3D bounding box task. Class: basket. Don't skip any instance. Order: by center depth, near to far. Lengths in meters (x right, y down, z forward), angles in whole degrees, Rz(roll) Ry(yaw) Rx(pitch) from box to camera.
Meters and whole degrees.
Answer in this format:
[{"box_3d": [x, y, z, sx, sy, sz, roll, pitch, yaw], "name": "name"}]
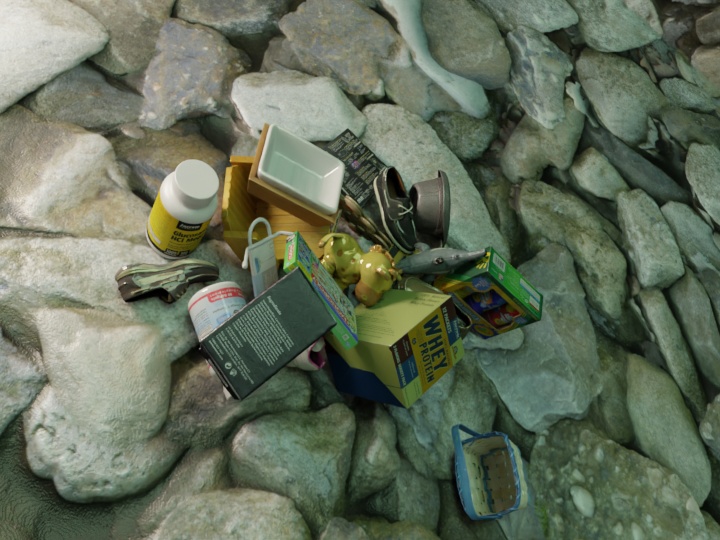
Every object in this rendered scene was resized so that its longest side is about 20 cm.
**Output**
[{"box_3d": [0.249, 0.410, 1.500, 0.199, 0.137, 0.181, 34, 42, -49], "name": "basket"}]

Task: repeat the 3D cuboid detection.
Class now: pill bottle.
[{"box_3d": [-0.243, 0.134, 1.408, 0.107, 0.109, 0.204, -12, 69, -35], "name": "pill bottle"}, {"box_3d": [-0.337, -0.117, 1.443, 0.110, 0.200, 0.115, 14, 55, -21], "name": "pill bottle"}]

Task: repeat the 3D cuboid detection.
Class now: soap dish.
[{"box_3d": [-0.132, -0.190, 1.543, 0.196, 0.081, 0.161, 26, 51, -21], "name": "soap dish"}]

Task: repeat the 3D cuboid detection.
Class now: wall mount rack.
[{"box_3d": [-0.180, 0.011, 1.436, 0.173, 0.073, 0.206, -33, 124, -48], "name": "wall mount rack"}]

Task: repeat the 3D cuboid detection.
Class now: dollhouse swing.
[{"box_3d": [-0.167, -0.124, 1.556, 0.171, 0.183, 0.205, -9, 57, 15], "name": "dollhouse swing"}]

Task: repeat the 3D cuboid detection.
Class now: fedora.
[{"box_3d": [0.159, -0.145, 1.792, 0.087, 0.200, 0.182, -1, 77, -1], "name": "fedora"}]

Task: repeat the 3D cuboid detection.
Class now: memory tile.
[{"box_3d": [-0.014, -0.113, 1.639, 0.017, 0.199, 0.154, -46, 115, -7], "name": "memory tile"}]

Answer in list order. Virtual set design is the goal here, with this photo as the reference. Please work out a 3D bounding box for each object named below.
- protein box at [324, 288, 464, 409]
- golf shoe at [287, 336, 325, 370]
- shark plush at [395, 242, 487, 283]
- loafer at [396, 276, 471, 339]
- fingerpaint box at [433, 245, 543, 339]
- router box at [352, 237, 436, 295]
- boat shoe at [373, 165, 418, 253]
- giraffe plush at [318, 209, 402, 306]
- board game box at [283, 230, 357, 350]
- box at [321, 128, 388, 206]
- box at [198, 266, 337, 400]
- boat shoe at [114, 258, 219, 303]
[{"box_3d": [0.066, 0.147, 1.502, 0.199, 0.195, 0.138, -33, 117, -39], "name": "protein box"}, {"box_3d": [-0.101, 0.102, 1.456, 0.090, 0.205, 0.075, 17, 30, 28], "name": "golf shoe"}, {"box_3d": [0.177, -0.011, 1.632, 0.083, 0.195, 0.094, 1, 93, -64], "name": "shark plush"}, {"box_3d": [0.166, 0.075, 1.648, 0.198, 0.067, 0.077, 35, 51, -13], "name": "loafer"}, {"box_3d": [0.286, 0.056, 1.699, 0.199, 0.165, 0.075, 39, 48, -27], "name": "fingerpaint box"}, {"box_3d": [0.092, 0.026, 1.709, 0.156, 0.052, 0.201, 39, 50, -5], "name": "router box"}, {"box_3d": [0.088, -0.138, 1.725, 0.070, 0.067, 0.205, -10, 74, -35], "name": "boat shoe"}, {"box_3d": [0.000, 0.000, 1.534, 0.159, 0.204, 0.173, 26, 35, 13], "name": "giraffe plush"}, {"box_3d": [-0.073, 0.036, 1.406, 0.202, 0.029, 0.135, 54, 12, -23], "name": "board game box"}, {"box_3d": [-0.025, -0.233, 1.779, 0.160, 0.044, 0.200, 43, 40, -2], "name": "box"}, {"box_3d": [-0.160, 0.111, 1.263, 0.198, 0.197, 0.118, -38, 90, -15], "name": "box"}, {"box_3d": [-0.363, 0.027, 1.435, 0.195, 0.074, 0.075, -6, 74, -23], "name": "boat shoe"}]
